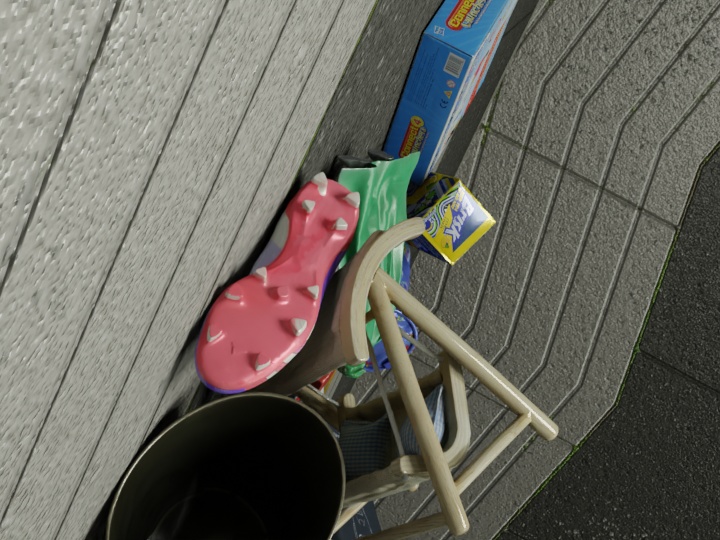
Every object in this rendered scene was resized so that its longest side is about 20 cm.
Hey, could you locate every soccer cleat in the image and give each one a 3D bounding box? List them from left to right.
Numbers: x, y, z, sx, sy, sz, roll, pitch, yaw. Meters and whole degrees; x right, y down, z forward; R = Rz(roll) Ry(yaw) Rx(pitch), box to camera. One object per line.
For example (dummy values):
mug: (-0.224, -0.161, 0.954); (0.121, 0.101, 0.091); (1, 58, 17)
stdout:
soccer cleat: (-0.057, 0.016, 0.781); (0.201, 0.066, 0.077); (-62, -179, -38)

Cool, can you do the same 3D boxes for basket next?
basket: (-0.108, 0.199, 0.823); (0.180, 0.136, 0.201); (-39, 169, -28)

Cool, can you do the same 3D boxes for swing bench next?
swing bench: (0.004, 0.098, 0.849); (0.129, 0.201, 0.198); (-35, 180, -38)

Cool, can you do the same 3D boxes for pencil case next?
pencil case: (0.018, 0.026, 1.168); (0.077, 0.087, 0.201); (-31, -155, 15)

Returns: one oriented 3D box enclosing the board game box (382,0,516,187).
board game box: (0.103, -0.226, 1.184); (0.197, 0.055, 0.201); (-60, 174, -37)

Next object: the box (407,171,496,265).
box: (0.075, -0.064, 1.234); (0.070, 0.064, 0.200); (-44, -163, -4)

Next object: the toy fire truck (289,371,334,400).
toy fire truck: (-0.059, 0.093, 1.074); (0.141, 0.049, 0.201); (-48, 173, -35)

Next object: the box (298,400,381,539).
box: (-0.047, 0.241, 0.997); (0.106, 0.202, 0.149); (-22, 155, 10)

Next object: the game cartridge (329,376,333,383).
game cartridge: (-0.059, 0.160, 1.676); (0.178, 0.032, 0.200); (-65, 174, 27)

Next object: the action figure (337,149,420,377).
action figure: (0.000, 0.000, 0.965); (0.117, 0.054, 0.203); (-15, 117, -49)
